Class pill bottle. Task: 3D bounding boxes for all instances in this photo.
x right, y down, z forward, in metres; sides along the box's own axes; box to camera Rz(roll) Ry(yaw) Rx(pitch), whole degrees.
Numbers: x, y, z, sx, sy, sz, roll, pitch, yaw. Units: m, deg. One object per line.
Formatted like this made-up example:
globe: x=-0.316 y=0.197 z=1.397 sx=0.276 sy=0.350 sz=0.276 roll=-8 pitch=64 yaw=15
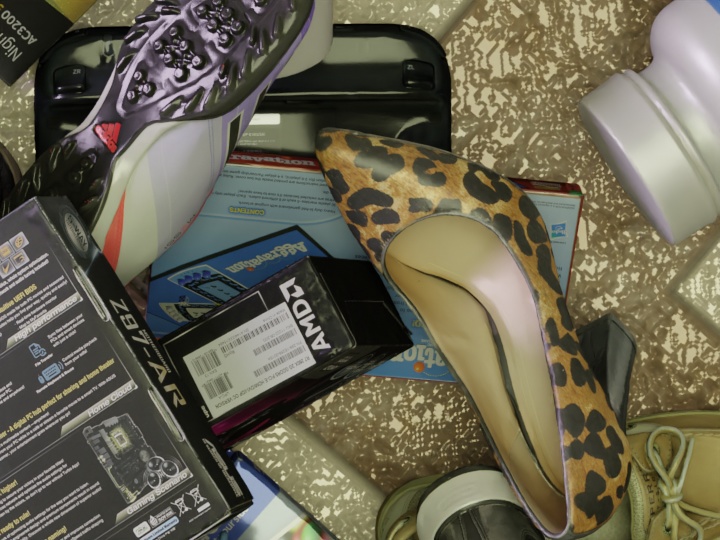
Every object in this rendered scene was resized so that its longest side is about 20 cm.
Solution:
pill bottle: x=0.206 y=-0.100 z=1.357 sx=0.200 sy=0.112 sz=0.112 roll=-35 pitch=95 yaw=-1

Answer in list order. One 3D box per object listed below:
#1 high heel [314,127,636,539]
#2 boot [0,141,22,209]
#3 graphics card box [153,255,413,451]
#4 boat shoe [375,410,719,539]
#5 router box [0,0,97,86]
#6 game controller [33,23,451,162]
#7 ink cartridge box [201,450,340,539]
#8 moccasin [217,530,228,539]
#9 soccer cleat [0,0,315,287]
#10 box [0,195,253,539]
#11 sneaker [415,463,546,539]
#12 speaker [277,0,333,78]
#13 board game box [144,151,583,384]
high heel: x=0.049 y=0.027 z=1.301 sx=0.200 sy=0.143 sz=0.071 roll=39 pitch=125 yaw=-18
boot: x=-0.239 y=-0.083 z=1.305 sx=0.200 sy=0.151 sz=0.073 roll=42 pitch=89 yaw=-4
graphics card box: x=-0.082 y=0.061 z=1.316 sx=0.200 sy=0.125 sz=0.051 roll=-30 pitch=82 yaw=10
boat shoe: x=0.107 y=0.113 z=1.385 sx=0.200 sy=0.063 sz=0.073 roll=-8 pitch=94 yaw=-4
router box: x=-0.173 y=-0.207 z=1.309 sx=0.157 sy=0.052 sz=0.200 roll=-45 pitch=125 yaw=-1
game controller: x=-0.055 y=-0.064 z=1.382 sx=0.199 sy=0.042 sz=0.105 roll=-1 pitch=107 yaw=-4
ink cartridge box: x=-0.048 y=0.175 z=1.391 sx=0.200 sy=0.042 sz=0.119 roll=42 pitch=89 yaw=-4
moccasin: x=-0.059 y=0.159 z=1.298 sx=0.080 sy=0.200 sz=0.068 roll=-19 pitch=71 yaw=29
soccer cleat: x=-0.083 y=-0.063 z=1.303 sx=0.200 sy=0.073 sz=0.068 roll=-49 pitch=59 yaw=16
box: x=-0.171 y=0.087 z=1.249 sx=0.200 sy=0.044 sz=0.160 roll=-34 pitch=85 yaw=11
sneaker: x=0.088 y=0.183 z=1.341 sx=0.066 sy=0.091 sz=0.200 roll=-28 pitch=128 yaw=6
speaker: x=-0.050 y=-0.188 z=1.296 sx=0.081 sy=0.081 sz=0.201 roll=-2 pitch=124 yaw=-4
board game box: x=0.000 y=0.000 z=1.376 sx=0.199 sy=0.019 sz=0.103 roll=5 pitch=110 yaw=-7
